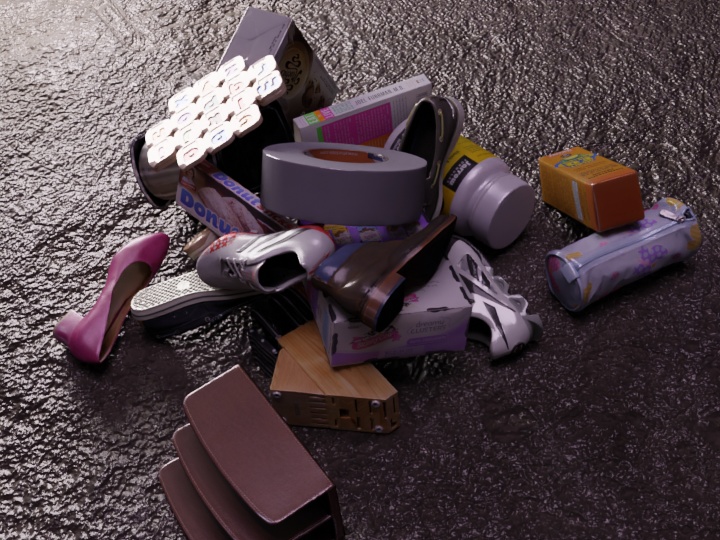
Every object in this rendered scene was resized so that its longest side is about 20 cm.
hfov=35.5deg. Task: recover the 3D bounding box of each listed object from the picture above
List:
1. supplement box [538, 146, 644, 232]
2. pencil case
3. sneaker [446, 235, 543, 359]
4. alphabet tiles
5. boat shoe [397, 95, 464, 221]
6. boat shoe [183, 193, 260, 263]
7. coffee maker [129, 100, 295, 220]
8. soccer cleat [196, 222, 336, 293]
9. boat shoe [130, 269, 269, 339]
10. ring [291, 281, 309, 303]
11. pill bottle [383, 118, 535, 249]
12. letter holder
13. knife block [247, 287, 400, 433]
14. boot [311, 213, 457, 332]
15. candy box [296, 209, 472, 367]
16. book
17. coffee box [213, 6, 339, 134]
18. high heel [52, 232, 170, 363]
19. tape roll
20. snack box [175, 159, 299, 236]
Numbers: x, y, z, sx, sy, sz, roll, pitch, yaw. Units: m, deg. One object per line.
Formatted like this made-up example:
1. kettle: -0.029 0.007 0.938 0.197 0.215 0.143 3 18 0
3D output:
1. supplement box: 0.294 -0.108 1.454 0.066 0.070 0.200 -16 16 -7
2. pencil case: 0.329 -0.021 1.407 0.198 0.091 0.084 -24 89 -15
3. sneaker: 0.128 0.030 1.385 0.088 0.075 0.200 -30 53 -20
4. alphabet tiles: -0.186 -0.201 1.431 0.199 0.015 0.196 -30 36 6
5. boat shoe: 0.073 -0.126 1.437 0.072 0.204 0.060 26 17 34
6. boat shoe: -0.158 -0.051 1.500 0.072 0.065 0.200 -24 12 36
7. coffee maker: -0.187 -0.174 1.528 0.199 0.135 0.193 -2 48 42
8. soccer cleat: -0.119 -0.006 1.299 0.198 0.069 0.085 -9 30 30
9. boat shoe: -0.186 0.037 1.402 0.198 0.063 0.075 -17 34 4
10. ring: 0.000 0.000 1.449 0.198 0.019 0.202 5 43 -4
11. pill bottle: 0.130 -0.118 1.503 0.114 0.115 0.199 -35 52 -26
12. letter holder: -0.132 0.225 1.200 0.141 0.101 0.200 -29 50 -19
13. knife block: -0.042 0.099 1.340 0.198 0.064 0.177 4 46 10
14. boot: 0.031 -0.020 1.268 0.096 0.075 0.200 26 45 19
15. candy box: 0.022 0.015 1.342 0.166 0.072 0.201 -5 39 -14
16. book: 0.008 -0.182 1.565 0.198 0.134 0.048 -20 46 -15
17. coffee box: -0.115 -0.267 1.594 0.079 0.200 0.114 21 78 24
18. high heel: -0.294 0.034 1.419 0.095 0.068 0.200 23 56 38
19. tape roll: -0.021 -0.106 1.348 0.198 0.067 0.200 5 15 -1
20. snack box: -0.152 -0.067 1.391 0.199 0.072 0.024 35 40 26
